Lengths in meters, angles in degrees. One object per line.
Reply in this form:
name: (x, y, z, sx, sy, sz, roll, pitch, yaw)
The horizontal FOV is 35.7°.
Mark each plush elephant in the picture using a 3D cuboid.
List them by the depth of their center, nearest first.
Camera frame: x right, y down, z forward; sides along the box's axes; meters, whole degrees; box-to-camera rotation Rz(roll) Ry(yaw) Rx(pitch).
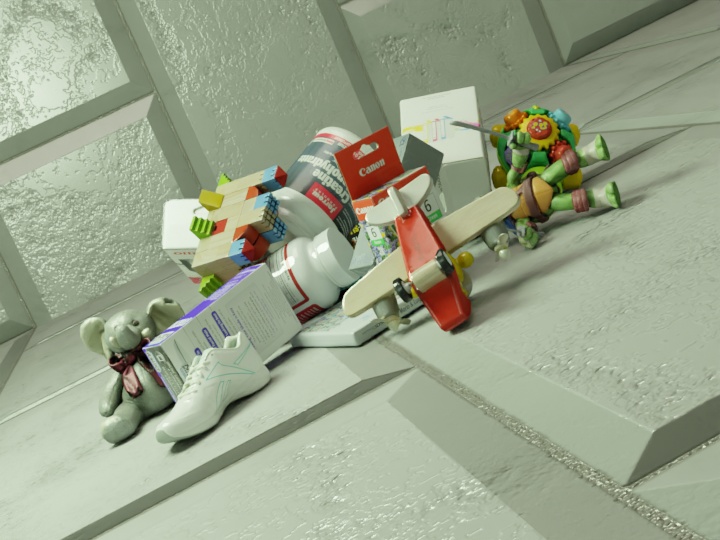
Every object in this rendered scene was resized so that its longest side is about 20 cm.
plush elephant: (-0.313, 0.123, 1.585, 0.163, 0.157, 0.200, -26, 10, -6)

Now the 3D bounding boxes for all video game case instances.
video game case: (0.013, 0.052, 1.538, 0.181, 0.024, 0.199, -31, 11, -27)

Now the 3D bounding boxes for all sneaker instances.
sneaker: (-0.195, 0.147, 1.403, 0.070, 0.081, 0.200, -15, 15, 37)

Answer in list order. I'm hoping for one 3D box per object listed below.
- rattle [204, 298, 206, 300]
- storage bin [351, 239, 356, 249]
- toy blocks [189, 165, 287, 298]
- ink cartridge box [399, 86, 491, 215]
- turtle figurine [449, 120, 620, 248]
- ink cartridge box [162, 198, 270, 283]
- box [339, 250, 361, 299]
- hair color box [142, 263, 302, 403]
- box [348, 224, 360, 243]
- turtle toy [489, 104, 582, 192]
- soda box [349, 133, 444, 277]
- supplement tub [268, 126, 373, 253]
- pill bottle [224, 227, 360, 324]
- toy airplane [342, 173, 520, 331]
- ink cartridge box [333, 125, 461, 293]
rattle: (-0.195, 0.068, 1.857, 0.140, 0.132, 0.201, -15, -19, -9)
storage bin: (-0.081, -0.036, 1.914, 0.144, 0.136, 0.200, -26, 11, -7)
toy blocks: (-0.165, -0.067, 1.639, 0.135, 0.100, 0.203, -14, 48, 35)
ink cartridge box: (0.133, -0.161, 1.714, 0.123, 0.130, 0.202, -10, 44, 9)
turtle figurine: (0.240, -0.113, 1.506, 0.191, 0.201, 0.146, -16, 46, 20)
ink cartridge box: (-0.229, -0.045, 1.831, 0.143, 0.086, 0.200, -2, -19, 6)
box: (0.000, 0.000, 1.706, 0.197, 0.050, 0.082, -22, -10, 18)
hair color box: (-0.183, 0.091, 1.512, 0.199, 0.110, 0.064, -40, 16, -35)
box: (-0.038, -0.075, 2.264, 0.158, 0.050, 0.200, -28, 10, 1)
turtle toy: (0.273, -0.173, 1.720, 0.143, 0.203, 0.102, -1, -27, 4)
soda box: (0.051, -0.082, 1.555, 0.063, 0.068, 0.203, -11, 59, 56)
supplement tub: (-0.062, -0.112, 1.763, 0.201, 0.140, 0.140, -53, 21, -22)
pill bottle: (-0.102, 0.024, 1.637, 0.198, 0.113, 0.112, -31, 7, 20)
toy airplane: (0.086, -0.015, 1.370, 0.198, 0.141, 0.201, 4, 60, 44)
ink cartridge box: (0.051, -0.083, 1.484, 0.108, 0.203, 0.050, -30, 13, -34)
